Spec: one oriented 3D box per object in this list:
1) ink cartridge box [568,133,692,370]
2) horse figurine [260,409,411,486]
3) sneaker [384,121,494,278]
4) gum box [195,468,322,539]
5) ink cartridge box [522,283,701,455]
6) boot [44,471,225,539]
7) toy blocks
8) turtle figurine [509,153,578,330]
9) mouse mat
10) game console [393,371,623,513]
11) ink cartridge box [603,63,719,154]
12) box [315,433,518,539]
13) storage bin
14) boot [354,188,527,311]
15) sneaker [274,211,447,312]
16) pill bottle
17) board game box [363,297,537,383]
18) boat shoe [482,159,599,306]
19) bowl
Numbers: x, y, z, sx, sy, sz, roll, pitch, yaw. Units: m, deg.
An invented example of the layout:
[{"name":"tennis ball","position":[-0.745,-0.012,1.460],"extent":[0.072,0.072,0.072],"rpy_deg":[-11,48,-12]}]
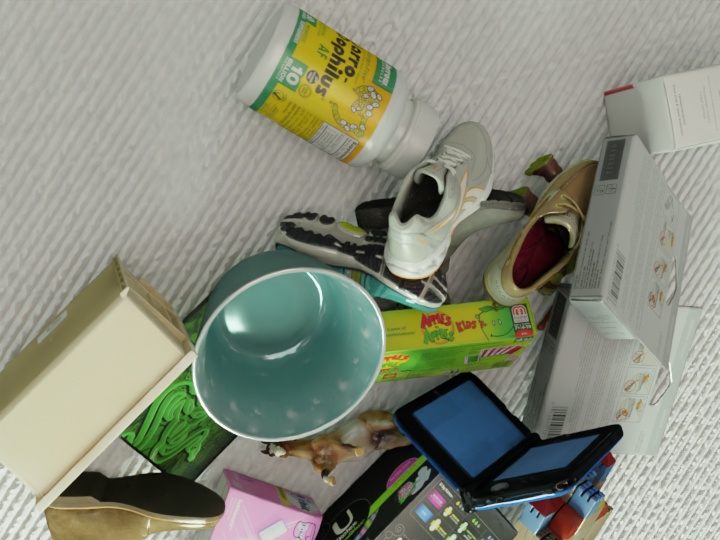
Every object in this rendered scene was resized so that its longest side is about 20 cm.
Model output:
[{"name":"ink cartridge box","position":[0.301,-0.017,1.188],"extent":[0.173,0.043,0.203],"rpy_deg":[41,58,-43]},{"name":"horse figurine","position":[0.002,0.188,1.204],"extent":[0.197,0.132,0.051],"rpy_deg":[-19,98,-25]},{"name":"sneaker","position":[0.086,-0.090,1.114],"extent":[0.074,0.093,0.202],"rpy_deg":[18,58,18]},{"name":"gum box","position":[-0.134,0.340,1.208],"extent":[0.112,0.066,0.203],"rpy_deg":[21,93,-16]},{"name":"ink cartridge box","position":[0.291,0.119,1.270],"extent":[0.170,0.044,0.204],"rpy_deg":[4,112,-20]},{"name":"boot","position":[-0.240,0.264,1.160],"extent":[0.196,0.074,0.077],"rpy_deg":[3,108,4]},{"name":"toy blocks","position":[0.231,0.279,1.225],"extent":[0.198,0.100,0.138],"rpy_deg":[-12,133,-50]},{"name":"turtle figurine","position":[0.237,-0.042,1.247],"extent":[0.161,0.064,0.201],"rpy_deg":[42,87,-17]},{"name":"mouse mat","position":[-0.168,0.126,1.169],"extent":[0.200,0.008,0.161],"rpy_deg":[-45,127,-4]},{"name":"game console","position":[0.160,0.164,1.145],"extent":[0.169,0.199,0.121],"rpy_deg":[-19,90,32]},{"name":"ink cartridge box","position":[0.398,-0.187,1.222],"extent":[0.196,0.146,0.085],"rpy_deg":[-13,94,-13]},{"name":"box","position":[0.049,0.298,1.208],"extent":[0.200,0.148,0.124],"rpy_deg":[-45,105,-4]},{"name":"storage bin","position":[-0.273,0.098,1.064],"extent":[0.200,0.198,0.094],"rpy_deg":[-45,108,-4]},{"name":"boot","position":[0.090,-0.018,1.208],"extent":[0.196,0.068,0.133],"rpy_deg":[-6,105,4]},{"name":"sneaker","position":[0.000,0.000,1.163],"extent":[0.197,0.078,0.081],"rpy_deg":[20,129,13]},{"name":"pill bottle","position":[-0.020,-0.179,1.131],"extent":[0.198,0.113,0.114],"rpy_deg":[29,91,-17]},{"name":"board game box","position":[0.085,0.079,1.204],"extent":[0.196,0.102,0.048],"rpy_deg":[-6,66,-14]},{"name":"boat shoe","position":[0.214,-0.042,1.172],"extent":[0.074,0.066,0.201],"rpy_deg":[40,76,-8]},{"name":"bowl","position":[-0.083,0.061,1.103],"extent":[0.197,0.105,0.204],"rpy_deg":[-10,122,-16]}]
